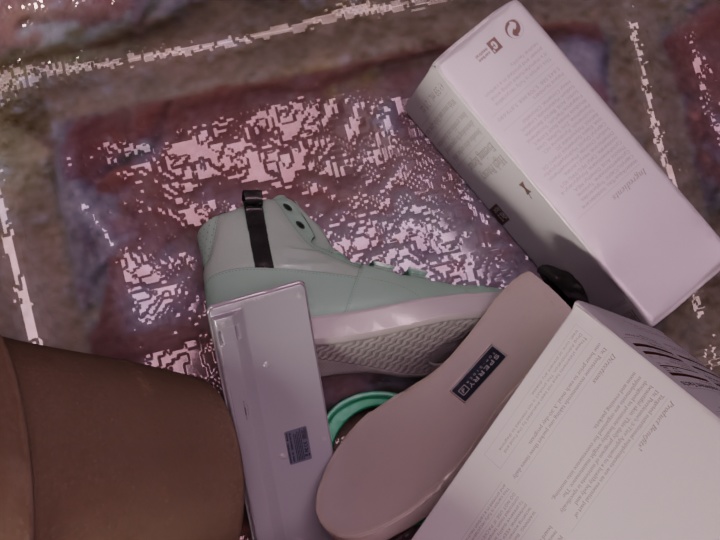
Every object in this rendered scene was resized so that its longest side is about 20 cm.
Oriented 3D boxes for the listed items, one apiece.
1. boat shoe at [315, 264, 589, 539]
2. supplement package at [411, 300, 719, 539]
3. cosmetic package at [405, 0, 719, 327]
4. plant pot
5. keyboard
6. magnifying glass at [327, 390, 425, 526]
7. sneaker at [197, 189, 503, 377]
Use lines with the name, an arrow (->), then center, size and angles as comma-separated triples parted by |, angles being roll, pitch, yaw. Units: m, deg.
boat shoe -> 0.068, 0.096, 1.010 | 0.200, 0.093, 0.075 | -42, 51, -2
supplement package -> 0.158, 0.158, 0.922 | 0.200, 0.147, 0.192 | 40, 102, 28
cosmetic package -> 0.122, -0.055, 1.051 | 0.074, 0.102, 0.201 | -39, 87, -12
plant pot -> -0.162, 0.118, 0.945 | 0.173, 0.200, 0.203 | -3, 80, -28
keyboard -> -0.043, 0.101, 0.986 | 0.056, 0.011, 0.202 | -18, 120, -17
magnifying glass -> 0.064, 0.135, 1.049 | 0.198, 0.022, 0.080 | 24, 77, -5
sneaker -> 0.000, 0.000, 1.036 | 0.198, 0.074, 0.119 | -2, 56, -26
